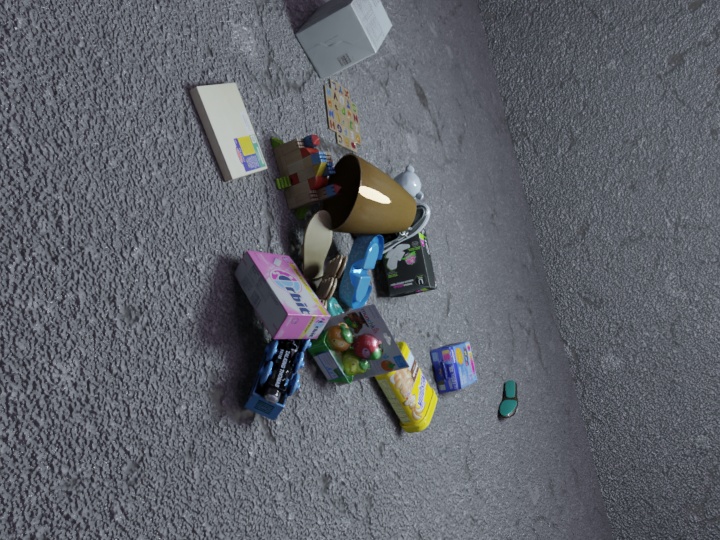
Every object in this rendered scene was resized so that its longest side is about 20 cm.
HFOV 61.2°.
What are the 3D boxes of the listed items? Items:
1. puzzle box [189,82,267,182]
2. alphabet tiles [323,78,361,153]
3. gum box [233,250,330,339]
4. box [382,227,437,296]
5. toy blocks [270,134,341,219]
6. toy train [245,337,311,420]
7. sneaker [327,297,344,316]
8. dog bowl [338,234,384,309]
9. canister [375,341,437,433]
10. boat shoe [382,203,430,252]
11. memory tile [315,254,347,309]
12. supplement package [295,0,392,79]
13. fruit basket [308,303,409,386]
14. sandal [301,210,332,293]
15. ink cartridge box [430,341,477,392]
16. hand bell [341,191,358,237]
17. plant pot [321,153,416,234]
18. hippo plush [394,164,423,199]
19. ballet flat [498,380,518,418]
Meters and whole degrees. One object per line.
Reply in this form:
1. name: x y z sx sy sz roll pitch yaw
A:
1. puzzle box: -0.282 -0.300 1.317 0.133 0.025 0.203 -34 107 -58
2. alphabet tiles: -0.050 -0.449 1.775 0.166 0.006 0.204 13 66 -57
3. gum box: -0.162 0.045 1.224 0.113 0.067 0.201 7 36 -47
4. box: 0.136 -0.034 1.759 0.148 0.122 0.204 14 65 -74
5. toy blocks: -0.122 -0.238 1.441 0.099 0.135 0.203 -14 89 -59
6. toy train: -0.163 0.191 1.215 0.086 0.115 0.202 27 41 -13
7. sneaker: -0.027 0.133 1.494 0.201 0.079 0.078 53 38 -31
8. dog bowl: 0.000 0.000 1.541 0.111 0.049 0.203 -1 109 -67
9. canister: 0.122 0.314 1.654 0.202 0.086 0.149 60 34 -21
10. boat shoe: 0.103 -0.118 1.660 0.074 0.198 0.068 60 7 12
11. memory tile: -0.076 0.042 1.329 0.017 0.200 0.155 23 82 -9
12. supplement package: -0.042 -0.675 1.706 0.148 0.189 0.201 56 37 -29
13. fruit basket: -0.014 0.178 1.380 0.187 0.198 0.094 61 33 -23
14. sandal: -0.119 -0.037 1.442 0.077 0.069 0.216 -2 99 -36
15. ink cartridge box: 0.294 0.309 1.947 0.199 0.075 0.139 -3 80 -57
16. hand bell: -0.015 -0.134 1.647 0.105 0.103 0.202 -66 145 -46
17. plant pot: 0.034 -0.165 1.488 0.197 0.186 0.189 14 63 -29
18. hippo plush: 0.079 -0.236 1.685 0.161 0.159 0.200 63 -5 6
19. ballet flat: 0.576 0.508 2.330 0.201 0.067 0.069 -58 134 -50
